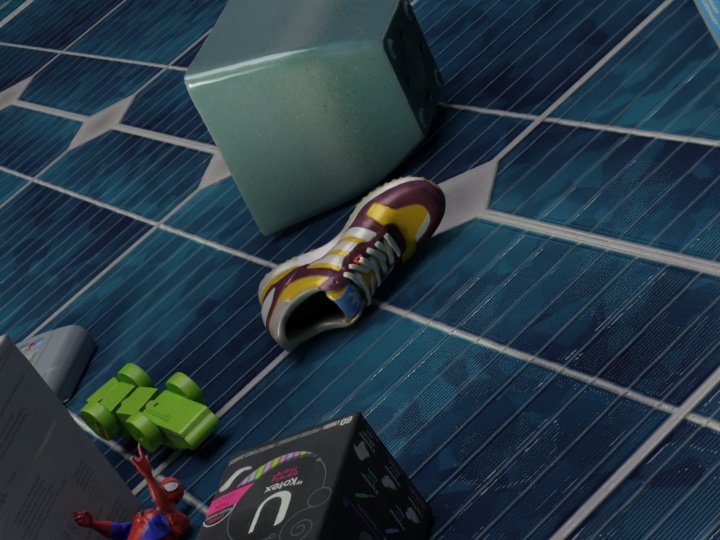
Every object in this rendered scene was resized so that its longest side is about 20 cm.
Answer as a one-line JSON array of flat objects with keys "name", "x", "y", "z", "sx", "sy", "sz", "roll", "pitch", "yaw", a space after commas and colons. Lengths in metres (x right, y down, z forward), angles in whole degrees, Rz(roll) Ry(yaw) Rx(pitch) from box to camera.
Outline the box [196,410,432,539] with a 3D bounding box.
[{"name": "box", "x": -0.042, "y": 0.209, "z": 1.207, "sx": 0.122, "sy": 0.106, "sz": 0.201, "roll": -23, "pitch": 27, "yaw": 28}]

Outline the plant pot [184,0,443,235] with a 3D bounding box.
[{"name": "plant pot", "x": -0.030, "y": -0.186, "z": 1.835, "sx": 0.199, "sy": 0.197, "sz": 0.196, "roll": -13, "pitch": 30, "yaw": 24}]

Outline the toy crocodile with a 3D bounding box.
[{"name": "toy crocodile", "x": -0.190, "y": 0.131, "z": 1.618, "sx": 0.199, "sy": 0.062, "sz": 0.068, "roll": 7, "pitch": 46, "yaw": 50}]

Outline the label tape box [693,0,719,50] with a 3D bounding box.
[{"name": "label tape box", "x": 0.313, "y": -0.210, "z": 1.466, "sx": 0.066, "sy": 0.144, "sz": 0.200, "roll": -27, "pitch": 25, "yaw": 16}]

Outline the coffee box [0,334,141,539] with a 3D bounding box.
[{"name": "coffee box", "x": -0.338, "y": 0.214, "z": 1.474, "sx": 0.197, "sy": 0.201, "sz": 0.200, "roll": -21, "pitch": 27, "yaw": 30}]

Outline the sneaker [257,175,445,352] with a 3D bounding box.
[{"name": "sneaker", "x": 0.000, "y": 0.000, "z": 1.597, "sx": 0.200, "sy": 0.075, "sz": 0.090, "roll": -38, "pitch": 31, "yaw": 10}]

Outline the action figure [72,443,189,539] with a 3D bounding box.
[{"name": "action figure", "x": -0.199, "y": 0.220, "z": 1.414, "sx": 0.065, "sy": 0.099, "sz": 0.200, "roll": -15, "pitch": 28, "yaw": 35}]

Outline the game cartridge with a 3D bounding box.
[{"name": "game cartridge", "x": -0.375, "y": 0.128, "z": 1.891, "sx": 0.199, "sy": 0.042, "sz": 0.134, "roll": -24, "pitch": 30, "yaw": 25}]
